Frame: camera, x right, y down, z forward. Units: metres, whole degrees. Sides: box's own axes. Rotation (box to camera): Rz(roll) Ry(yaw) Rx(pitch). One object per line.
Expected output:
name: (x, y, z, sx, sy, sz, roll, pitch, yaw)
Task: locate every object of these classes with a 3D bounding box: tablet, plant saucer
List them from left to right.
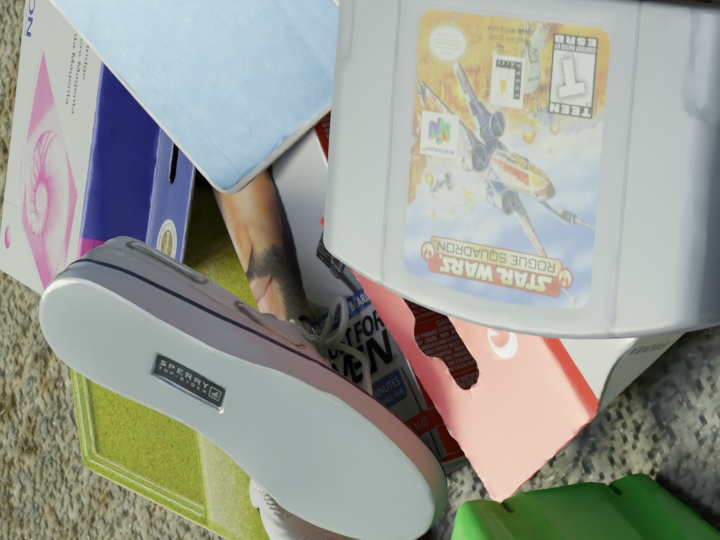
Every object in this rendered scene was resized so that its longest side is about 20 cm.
tablet: (-0.088, -0.137, 1.112, 0.200, 0.014, 0.130, 48, 132, -4)
plant saucer: (-0.107, 0.052, 1.378, 0.199, 0.048, 0.201, 18, 119, 53)

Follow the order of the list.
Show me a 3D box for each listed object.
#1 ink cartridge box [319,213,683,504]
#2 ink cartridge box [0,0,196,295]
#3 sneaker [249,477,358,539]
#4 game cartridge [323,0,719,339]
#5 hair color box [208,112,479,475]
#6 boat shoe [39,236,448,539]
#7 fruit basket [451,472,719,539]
ink cartridge box: (0.064, -0.022, 1.027, 0.200, 0.050, 0.161, -46, 64, 32)
ink cartridge box: (-0.132, -0.080, 1.282, 0.200, 0.043, 0.198, -160, 76, -66)
sneaker: (0.001, 0.184, 1.246, 0.200, 0.075, 0.114, 48, 138, 30)
game cartridge: (0.065, -0.044, 0.974, 0.199, 0.041, 0.134, 12, 98, 42)
hair color box: (0.000, 0.000, 1.176, 0.111, 0.064, 0.201, -37, 72, 57)
boat shoe: (-0.040, 0.044, 1.135, 0.201, 0.086, 0.075, 27, 128, 11)
fruit basket: (0.095, 0.213, 1.037, 0.215, 0.155, 0.217, 173, 90, -69)
